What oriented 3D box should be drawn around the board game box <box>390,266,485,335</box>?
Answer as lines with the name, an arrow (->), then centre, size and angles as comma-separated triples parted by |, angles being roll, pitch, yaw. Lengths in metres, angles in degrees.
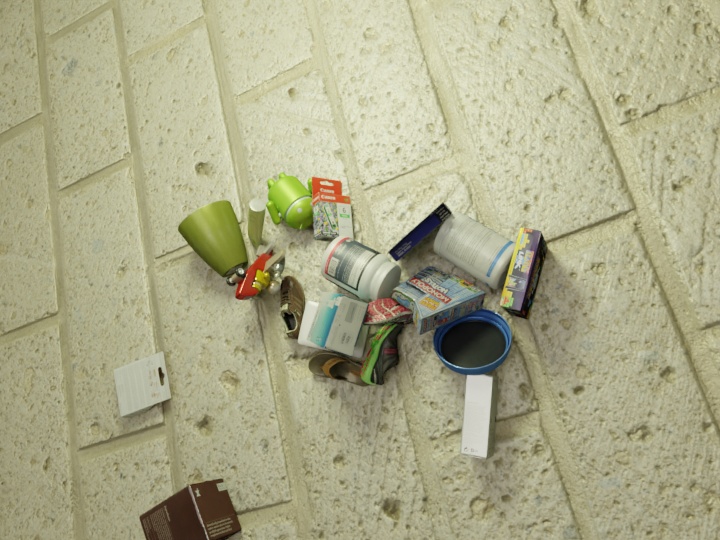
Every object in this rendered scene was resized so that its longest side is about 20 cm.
board game box -> 0.183, 0.074, 1.518 | 0.200, 0.199, 0.062 | 33, 137, 33

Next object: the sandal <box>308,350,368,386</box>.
sandal -> -0.062, 0.281, 1.650 | 0.199, 0.054, 0.081 | 14, 101, 22

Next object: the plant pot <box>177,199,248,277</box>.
plant pot -> -0.443, -0.087, 1.840 | 0.187, 0.187, 0.201 | -33, 83, 12

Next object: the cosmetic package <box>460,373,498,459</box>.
cosmetic package -> 0.302, 0.362, 1.468 | 0.074, 0.102, 0.202 | 4, 82, 22

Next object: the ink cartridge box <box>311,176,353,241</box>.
ink cartridge box -> -0.085, -0.187, 1.735 | 0.050, 0.108, 0.202 | -25, 66, 56

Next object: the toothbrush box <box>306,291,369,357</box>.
toothbrush box -> -0.066, 0.141, 1.579 | 0.085, 0.200, 0.147 | 21, 83, -18

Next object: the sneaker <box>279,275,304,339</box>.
sneaker -> -0.207, 0.105, 1.743 | 0.070, 0.075, 0.201 | -20, 72, 17

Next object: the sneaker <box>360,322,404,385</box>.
sneaker -> 0.071, 0.225, 1.616 | 0.083, 0.077, 0.201 | 30, 80, -14

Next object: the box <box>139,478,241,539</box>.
box -> -0.488, 0.727, 1.676 | 0.199, 0.166, 0.165 | -34, 68, 13

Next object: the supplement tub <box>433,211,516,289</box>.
supplement tub -> 0.308, -0.053, 1.536 | 0.199, 0.132, 0.132 | 34, 93, 24

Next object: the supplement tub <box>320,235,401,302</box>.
supplement tub -> 0.000, 0.000, 1.645 | 0.199, 0.140, 0.141 | 28, 90, 24

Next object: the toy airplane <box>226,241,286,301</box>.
toy airplane -> -0.293, 0.012, 1.763 | 0.141, 0.200, 0.199 | 44, 87, -8

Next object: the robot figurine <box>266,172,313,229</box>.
robot figurine -> -0.206, -0.209, 1.786 | 0.175, 0.116, 0.200 | -31, 65, -20

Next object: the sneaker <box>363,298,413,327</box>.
sneaker -> 0.095, 0.120, 1.570 | 0.199, 0.075, 0.081 | -11, 40, -14

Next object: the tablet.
tablet -> -0.076, 0.169, 1.691 | 0.199, 0.014, 0.131 | 11, 83, 12

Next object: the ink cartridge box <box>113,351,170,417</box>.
ink cartridge box -> -0.706, 0.374, 1.911 | 0.199, 0.057, 0.164 | -20, 72, 8

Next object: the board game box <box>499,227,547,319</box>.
board game box -> 0.412, 0.011, 1.461 | 0.056, 0.165, 0.201 | 14, 85, 24

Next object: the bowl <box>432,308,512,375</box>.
bowl -> 0.287, 0.182, 1.493 | 0.199, 0.040, 0.201 | -10, 42, 9

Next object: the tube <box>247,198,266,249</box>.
tube -> -0.324, -0.138, 1.799 | 0.052, 0.200, 0.058 | 13, 55, -5

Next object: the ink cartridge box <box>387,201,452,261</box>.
ink cartridge box -> 0.162, -0.103, 1.571 | 0.199, 0.200, 0.041 | -42, 88, 10
